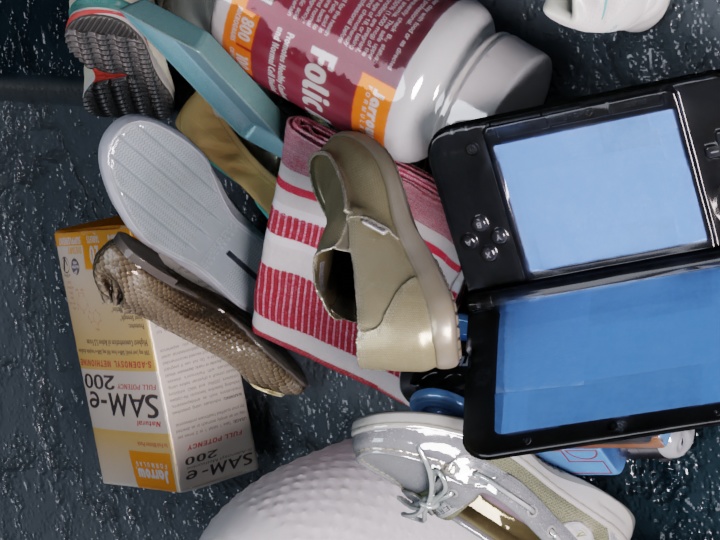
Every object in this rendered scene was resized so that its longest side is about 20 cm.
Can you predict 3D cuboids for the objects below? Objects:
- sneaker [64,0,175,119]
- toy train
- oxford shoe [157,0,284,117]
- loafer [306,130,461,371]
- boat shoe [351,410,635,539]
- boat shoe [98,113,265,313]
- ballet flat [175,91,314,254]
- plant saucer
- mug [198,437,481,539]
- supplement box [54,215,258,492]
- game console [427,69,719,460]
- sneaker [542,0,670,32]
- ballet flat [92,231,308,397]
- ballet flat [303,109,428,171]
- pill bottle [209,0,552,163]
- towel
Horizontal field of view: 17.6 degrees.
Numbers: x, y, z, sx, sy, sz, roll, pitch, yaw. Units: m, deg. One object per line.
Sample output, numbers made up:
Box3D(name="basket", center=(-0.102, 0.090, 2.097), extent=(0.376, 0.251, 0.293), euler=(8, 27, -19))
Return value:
Box3D(name="sneaker", center=(-0.169, -0.176, 1.678), extent=(0.070, 0.200, 0.094), euler=(4, 73, 4))
Box3D(name="toy train", center=(0.121, 0.082, 1.469), extent=(0.199, 0.087, 0.114), euler=(-4, 141, 36))
Box3D(name="oxford shoe", center=(-0.119, -0.189, 1.642), extent=(0.200, 0.058, 0.075), euler=(61, 176, 22))
Box3D(name="loafer", center=(0.001, -0.013, 1.408), extent=(0.200, 0.068, 0.076), euler=(-118, 19, -48))
Box3D(name="boat shoe", center=(0.081, 0.146, 1.450), extent=(0.074, 0.201, 0.065), euler=(-26, 41, 54))
Box3D(name="boat shoe", center=(-0.127, -0.040, 1.641), extent=(0.067, 0.074, 0.200), euler=(34, 166, 52))
Box3D(name="ballet flat", center=(-0.056, -0.071, 1.632), extent=(0.200, 0.069, 0.063), euler=(41, 111, 28))
Box3D(name="plant saucer", center=(-0.087, -0.120, 1.523), extent=(0.070, 0.200, 0.019), euler=(29, 81, 28))
Box3D(name="mug", center=(-0.017, 0.226, 1.597), extent=(0.147, 0.175, 0.201), euler=(-23, 85, 46))
Box3D(name="supplement box", center=(-0.154, 0.059, 1.745), extent=(0.126, 0.073, 0.201), euler=(-3, 100, 56))
Box3D(name="game console", center=(0.141, -0.004, 1.362), extent=(0.199, 0.116, 0.177), euler=(-10, 110, 20))
Box3D(name="sneaker", center=(0.130, -0.238, 1.387), extent=(0.070, 0.080, 0.201), euler=(-12, 92, 48))
Box3D(name="ballet flat", center=(-0.114, 0.040, 1.643), extent=(0.046, 0.200, 0.067), euler=(-49, 38, 6))
Box3D(name="ballet flat", center=(-0.019, -0.127, 1.584), extent=(0.071, 0.071, 0.200), euler=(-48, 66, 41))
Box3D(name="pill bottle", center=(0.014, -0.139, 1.484), extent=(0.200, 0.114, 0.115), euler=(30, 123, 18))
Box3D(name="towel", center=(0.000, 0.000, 1.558), extent=(0.144, 0.023, 0.200), euler=(25, 135, 11))
